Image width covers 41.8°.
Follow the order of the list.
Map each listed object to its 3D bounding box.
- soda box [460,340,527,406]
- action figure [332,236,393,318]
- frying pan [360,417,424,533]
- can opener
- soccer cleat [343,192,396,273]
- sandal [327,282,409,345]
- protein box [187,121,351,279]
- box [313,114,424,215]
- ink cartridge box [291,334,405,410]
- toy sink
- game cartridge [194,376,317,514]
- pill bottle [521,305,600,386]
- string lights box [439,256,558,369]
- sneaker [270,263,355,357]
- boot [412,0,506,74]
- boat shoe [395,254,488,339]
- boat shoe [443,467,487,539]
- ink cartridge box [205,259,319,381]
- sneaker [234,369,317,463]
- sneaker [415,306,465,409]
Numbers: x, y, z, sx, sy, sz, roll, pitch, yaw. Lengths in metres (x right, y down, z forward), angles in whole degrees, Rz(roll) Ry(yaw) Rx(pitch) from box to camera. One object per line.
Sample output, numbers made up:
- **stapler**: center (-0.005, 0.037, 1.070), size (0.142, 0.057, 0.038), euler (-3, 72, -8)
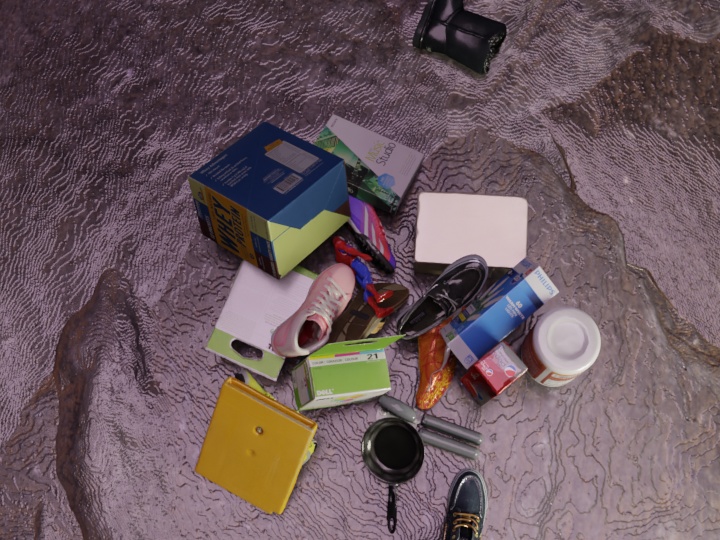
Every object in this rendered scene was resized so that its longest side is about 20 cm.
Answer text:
- **soda box**: center (0.222, 0.177, 1.594), size (0.070, 0.200, 0.064), euler (-37, 79, -9)
- **action figure**: center (0.000, 0.000, 1.694), size (0.051, 0.066, 0.200), euler (-27, 48, -16)
- **frying pan**: center (0.070, 0.344, 1.623), size (0.113, 0.031, 0.193), euler (-21, 90, 16)
- **can opener**: center (0.119, 0.277, 1.645), size (0.197, 0.067, 0.053), euler (21, 75, 2)
- **soccer cleat**: center (0.012, -0.085, 1.739), size (0.073, 0.068, 0.201), euler (-36, 75, -12)
- **sandal**: center (0.012, 0.088, 1.683), size (0.079, 0.055, 0.200), euler (24, 50, 28)
- **protein box**: center (-0.156, -0.128, 1.654), size (0.198, 0.136, 0.198), euler (28, 54, 31)
- **box**: center (0.005, -0.200, 1.756), size (0.197, 0.037, 0.145), euler (23, 53, 8)
- **ink cartridge box**: center (-0.018, 0.173, 1.582), size (0.145, 0.200, 0.077), euler (-4, 74, -22)
- **toy sink**: center (0.197, -0.062, 1.702), size (0.196, 0.112, 0.133), euler (3, 79, 5)
- **game cartridge**: center (-0.180, 0.302, 1.600), size (0.174, 0.032, 0.202), euler (27, 118, 9)
- **pill bottle**: center (0.333, 0.135, 1.603), size (0.110, 0.200, 0.114), euler (0, 75, 1)
- **string lights box**: center (0.231, 0.070, 1.587), size (0.199, 0.103, 0.059), euler (-41, 99, 4)
- **sneaker**: center (-0.063, 0.069, 1.601), size (0.076, 0.104, 0.201), euler (48, 69, -16)
- **boot**: center (0.210, -0.495, 1.832), size (0.166, 0.076, 0.203), euler (21, 84, 10)
- **boat shoe**: center (0.143, 0.056, 1.624), size (0.072, 0.071, 0.200), euler (44, 103, -9)
- **boat shoe**: center (0.177, 0.434, 1.584), size (0.069, 0.091, 0.204), euler (9, 75, 4)
- **ink cartridge box**: center (-0.170, 0.080, 1.686), size (0.146, 0.076, 0.203), euler (23, 79, 7)
- **sneaker**: center (-0.152, 0.254, 1.642), size (0.076, 0.075, 0.202), euler (-35, 100, -18)
- **sneaker**: center (0.133, 0.150, 1.682), size (0.076, 0.073, 0.203), euler (11, 71, 27)
